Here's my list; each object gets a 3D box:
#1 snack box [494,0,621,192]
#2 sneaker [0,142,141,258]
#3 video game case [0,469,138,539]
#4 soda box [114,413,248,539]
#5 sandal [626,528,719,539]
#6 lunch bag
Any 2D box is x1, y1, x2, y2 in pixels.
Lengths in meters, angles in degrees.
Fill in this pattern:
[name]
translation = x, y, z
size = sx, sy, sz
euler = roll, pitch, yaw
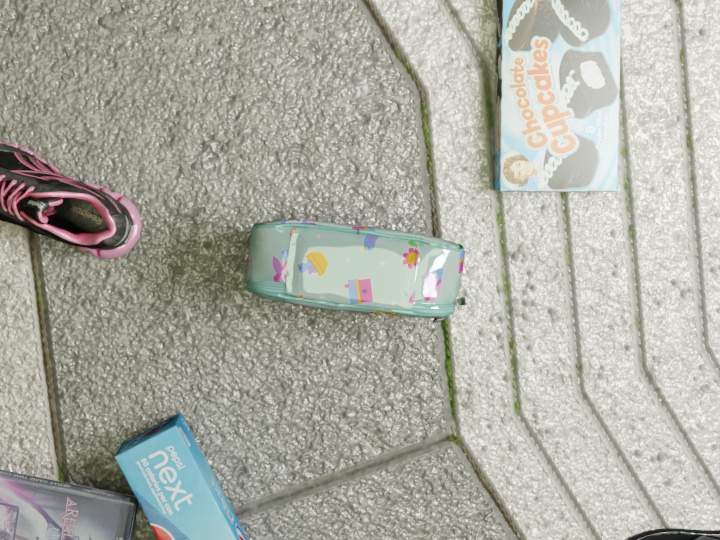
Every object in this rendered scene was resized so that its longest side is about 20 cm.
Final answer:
[snack box]
translation = 0.189, -0.176, 1.190
size = 0.116, 0.037, 0.200
euler = 0, 95, -3
[sneaker]
translation = -0.303, -0.067, 1.141
size = 0.200, 0.095, 0.079
euler = 18, 95, -3
[video game case]
translation = -0.323, 0.263, 1.187
size = 0.200, 0.019, 0.143
euler = 12, 108, -2
[soda box]
translation = -0.159, 0.244, 1.191
size = 0.068, 0.064, 0.200
euler = -27, 95, -1
[sandal]
translation = 0.340, 0.294, 1.236
size = 0.200, 0.043, 0.076
euler = -10, 95, -3
[lunch bag]
translation = 0.000, 0.000, 1.136
size = 0.200, 0.160, 0.077
euler = 7, 89, 2
